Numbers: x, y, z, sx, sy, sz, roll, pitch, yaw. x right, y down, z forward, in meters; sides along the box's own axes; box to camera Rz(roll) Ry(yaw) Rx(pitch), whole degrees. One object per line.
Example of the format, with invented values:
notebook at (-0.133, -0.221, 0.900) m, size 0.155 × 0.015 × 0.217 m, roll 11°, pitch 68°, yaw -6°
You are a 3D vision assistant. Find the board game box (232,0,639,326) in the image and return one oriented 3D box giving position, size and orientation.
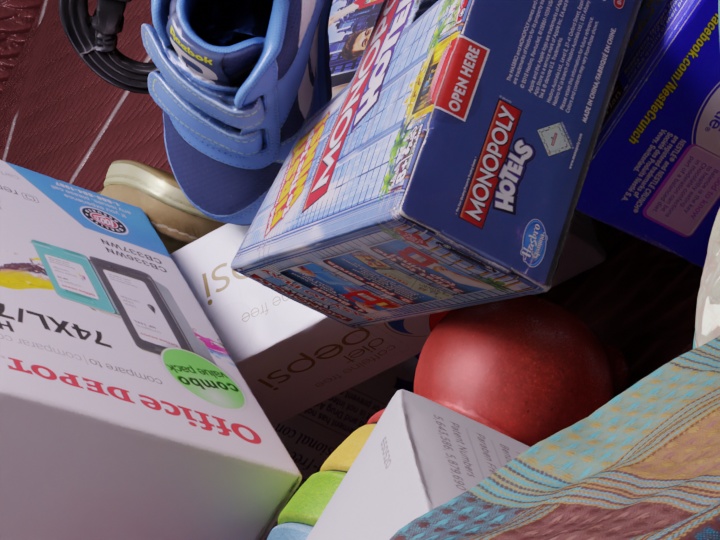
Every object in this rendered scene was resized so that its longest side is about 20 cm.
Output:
board game box at (0.028, -0.062, 0.991) m, size 0.200 × 0.062 × 0.200 m, roll -36°, pitch 31°, yaw 60°

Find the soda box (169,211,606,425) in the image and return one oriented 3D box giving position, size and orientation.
soda box at (0.000, 0.000, 1.120) m, size 0.200 × 0.064 × 0.068 m, roll -28°, pitch 58°, yaw 22°

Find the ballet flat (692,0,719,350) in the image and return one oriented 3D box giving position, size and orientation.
ballet flat at (0.152, -0.047, 0.858) m, size 0.062 × 0.067 × 0.200 m, roll -2°, pitch 82°, yaw 60°

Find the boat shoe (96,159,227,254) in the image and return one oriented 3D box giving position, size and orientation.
boat shoe at (-0.099, -0.007, 1.230) m, size 0.201 × 0.073 × 0.063 m, roll 167°, pitch 122°, yaw -72°

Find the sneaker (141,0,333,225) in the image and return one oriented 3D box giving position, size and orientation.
sneaker at (-0.052, -0.087, 1.043) m, size 0.082 × 0.074 × 0.200 m, roll -49°, pitch -19°, yaw -42°

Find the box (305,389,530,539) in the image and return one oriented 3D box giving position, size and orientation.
box at (0.028, 0.180, 0.805) m, size 0.199 × 0.131 × 0.200 m, roll -59°, pitch 17°, yaw 18°

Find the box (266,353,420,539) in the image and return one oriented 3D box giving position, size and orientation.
box at (-0.060, 0.079, 1.288) m, size 0.200 × 0.105 × 0.184 m, roll -64°, pitch 15°, yaw 2°

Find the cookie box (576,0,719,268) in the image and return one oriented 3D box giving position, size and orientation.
cookie box at (0.138, -0.122, 1.016) m, size 0.171 × 0.075 × 0.200 m, roll -57°, pitch 18°, yaw 23°

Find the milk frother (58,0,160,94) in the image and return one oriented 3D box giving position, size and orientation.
milk frother at (-0.067, -0.185, 1.543) m, size 0.181 × 0.200 × 0.188 m, roll -65°, pitch 15°, yaw 14°

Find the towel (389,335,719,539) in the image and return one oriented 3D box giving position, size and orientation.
towel at (0.115, 0.032, 0.717) m, size 0.200 × 0.022 × 0.147 m, roll -29°, pitch 8°, yaw -28°

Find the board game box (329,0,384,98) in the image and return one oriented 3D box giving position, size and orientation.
board game box at (0.004, -0.113, 1.220) m, size 0.200 × 0.062 × 0.200 m, roll -15°, pitch 39°, yaw 34°

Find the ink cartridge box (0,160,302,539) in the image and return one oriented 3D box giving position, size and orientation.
ink cartridge box at (-0.147, 0.064, 1.049) m, size 0.146 × 0.147 × 0.200 m, roll -57°, pitch 38°, yaw 18°

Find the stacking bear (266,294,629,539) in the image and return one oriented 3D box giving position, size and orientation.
stacking bear at (0.027, 0.098, 0.987) m, size 0.200 × 0.121 × 0.114 m, roll -60°, pitch 3°, yaw -17°
